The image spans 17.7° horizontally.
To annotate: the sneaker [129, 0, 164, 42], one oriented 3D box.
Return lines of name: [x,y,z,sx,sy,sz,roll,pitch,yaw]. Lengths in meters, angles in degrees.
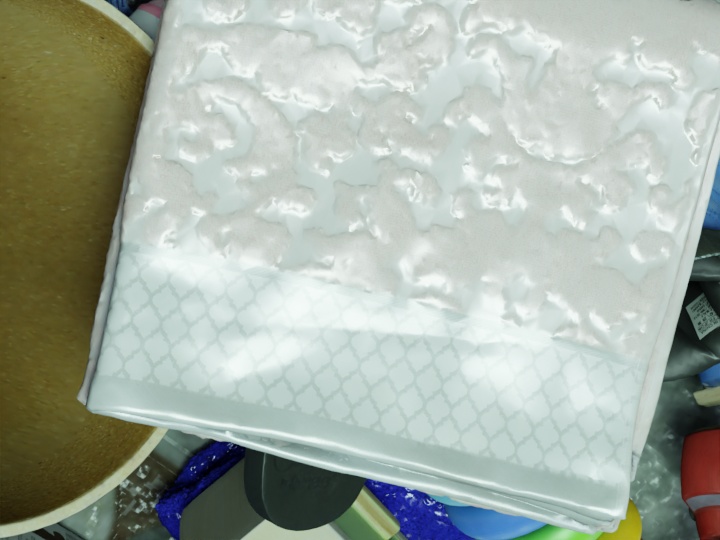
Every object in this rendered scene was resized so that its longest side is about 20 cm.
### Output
sneaker: [-0.001,-0.091,0.882,0.200,0.075,0.105,21,97,-46]

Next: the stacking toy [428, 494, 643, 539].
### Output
stacking toy: [0.078,0.100,0.926,0.085,0.085,0.200,-33,112,1]

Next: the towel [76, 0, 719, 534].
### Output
towel: [0.018,-0.022,0.785,0.199,0.032,0.192,13,85,-8]

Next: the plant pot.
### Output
plant pot: [-0.181,-0.014,0.828,0.186,0.200,0.187,-6,100,-41]

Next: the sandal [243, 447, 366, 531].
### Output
sandal: [0.000,0.000,0.832,0.075,0.045,0.201,-3,104,-41]

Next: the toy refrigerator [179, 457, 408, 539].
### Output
toy refrigerator: [0.018,0.160,0.935,0.070,0.076,0.200,-40,106,10]

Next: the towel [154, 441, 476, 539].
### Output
towel: [0.026,0.130,0.987,0.148,0.050,0.200,-38,107,2]

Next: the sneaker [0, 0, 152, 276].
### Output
sneaker: [-0.115,-0.059,0.902,0.078,0.075,0.201,8,96,10]

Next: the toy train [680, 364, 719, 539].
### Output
toy train: [0.151,0.087,0.954,0.046,0.034,0.201,20,65,-40]

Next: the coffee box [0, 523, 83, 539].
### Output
coffee box: [-0.208,0.125,0.932,0.200,0.080,0.114,33,98,-16]

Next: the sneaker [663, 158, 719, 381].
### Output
sneaker: [0.124,-0.009,0.893,0.200,0.111,0.077,-2,144,-48]
